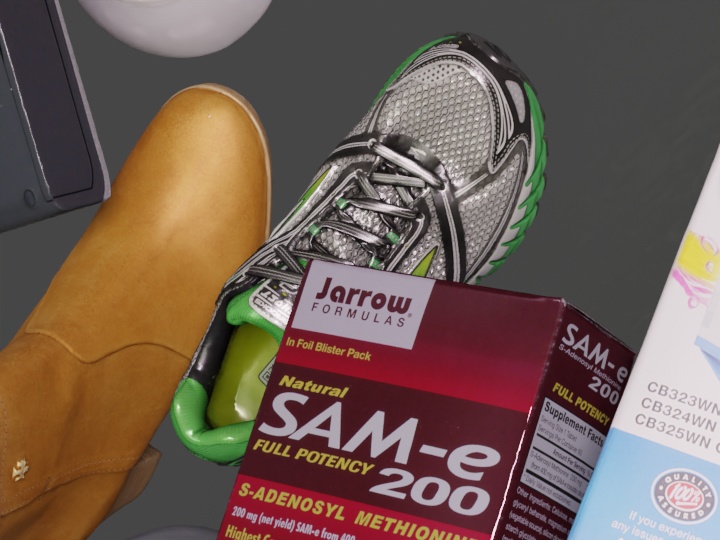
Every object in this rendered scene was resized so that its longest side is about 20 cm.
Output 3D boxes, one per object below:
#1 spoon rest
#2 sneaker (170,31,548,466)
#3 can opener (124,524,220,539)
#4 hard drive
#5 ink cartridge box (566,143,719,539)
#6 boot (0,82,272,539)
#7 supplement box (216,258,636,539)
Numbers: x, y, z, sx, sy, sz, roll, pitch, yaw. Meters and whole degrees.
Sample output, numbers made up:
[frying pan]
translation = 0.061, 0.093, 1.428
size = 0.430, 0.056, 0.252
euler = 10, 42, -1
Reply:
[spoon rest]
translation = -0.120, -0.160, 0.893
size = 0.200, 0.061, 0.099
euler = 30, 110, 3
[sneaker]
translation = 0.000, 0.000, 0.841
size = 0.078, 0.085, 0.200
euler = 37, 110, 15
[can opener]
translation = -0.020, 0.132, 0.882
size = 0.200, 0.053, 0.066
euler = 1, 63, 19
[hard drive]
translation = -0.190, -0.075, 0.902
size = 0.200, 0.033, 0.140
euler = -13, 94, 45
[ink cartridge box]
translation = 0.168, 0.025, 0.725
size = 0.129, 0.125, 0.200
euler = 19, 83, 19
[boot]
translation = -0.105, 0.028, 0.858
size = 0.071, 0.144, 0.201
euler = 25, 107, 18
[supplement box]
translation = 0.008, 0.103, 0.749
size = 0.109, 0.061, 0.200
euler = 9, 75, 35
